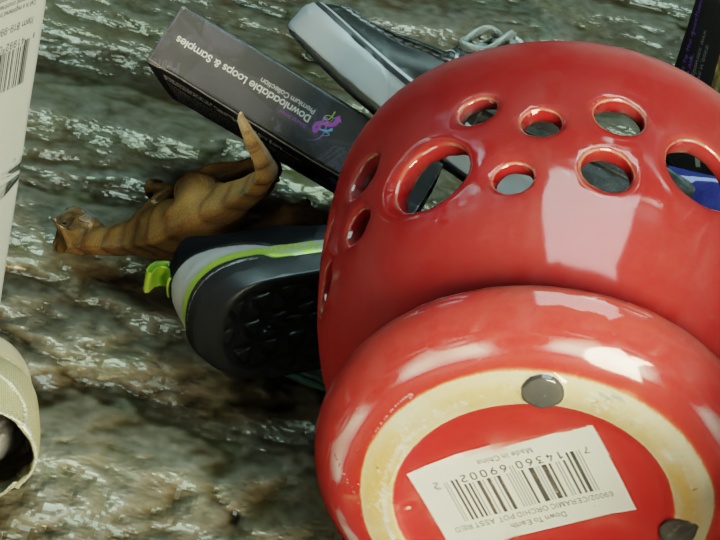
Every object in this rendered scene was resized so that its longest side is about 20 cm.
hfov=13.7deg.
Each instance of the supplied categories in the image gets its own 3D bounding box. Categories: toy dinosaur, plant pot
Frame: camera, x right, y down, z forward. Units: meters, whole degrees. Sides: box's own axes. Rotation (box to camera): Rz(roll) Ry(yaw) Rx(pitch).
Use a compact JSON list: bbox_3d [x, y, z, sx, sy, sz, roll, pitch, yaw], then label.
[{"bbox_3d":[-0.066,-0.028,1.380,0.106,0.061,0.200,-14,-5,-41],"label":"toy dinosaur"},{"bbox_3d":[0.078,0.037,1.217,0.200,0.201,0.183,13,41,-3],"label":"plant pot"}]

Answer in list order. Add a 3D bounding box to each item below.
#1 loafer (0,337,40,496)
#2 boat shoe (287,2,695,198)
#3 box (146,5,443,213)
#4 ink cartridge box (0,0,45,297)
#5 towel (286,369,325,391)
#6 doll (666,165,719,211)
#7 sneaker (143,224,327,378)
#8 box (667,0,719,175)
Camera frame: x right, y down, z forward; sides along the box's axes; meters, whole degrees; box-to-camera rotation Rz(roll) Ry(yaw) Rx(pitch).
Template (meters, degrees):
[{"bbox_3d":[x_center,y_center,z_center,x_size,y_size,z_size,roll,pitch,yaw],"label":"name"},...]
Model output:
[{"bbox_3d":[-0.210,0.057,1.171,0.200,0.076,0.068,-2,23,-33],"label":"loafer"},{"bbox_3d":[0.061,-0.074,1.366,0.199,0.068,0.074,35,-1,14],"label":"boat shoe"},{"bbox_3d":[-0.029,-0.069,1.446,0.143,0.036,0.200,31,0,0],"label":"box"},{"bbox_3d":[-0.210,-0.051,1.254,0.083,0.200,0.147,20,24,21],"label":"ink cartridge box"},{"bbox_3d":[0.041,0.041,1.406,0.200,0.022,0.147,21,26,18],"label":"towel"},{"bbox_3d":[0.213,0.015,1.430,0.200,0.137,0.048,19,-10,18],"label":"doll"},{"bbox_3d":[0.000,0.000,1.364,0.200,0.072,0.083,0,25,-27],"label":"sneaker"},{"bbox_3d":[0.267,-0.070,1.655,0.122,0.106,0.200,3,26,-26],"label":"box"}]
